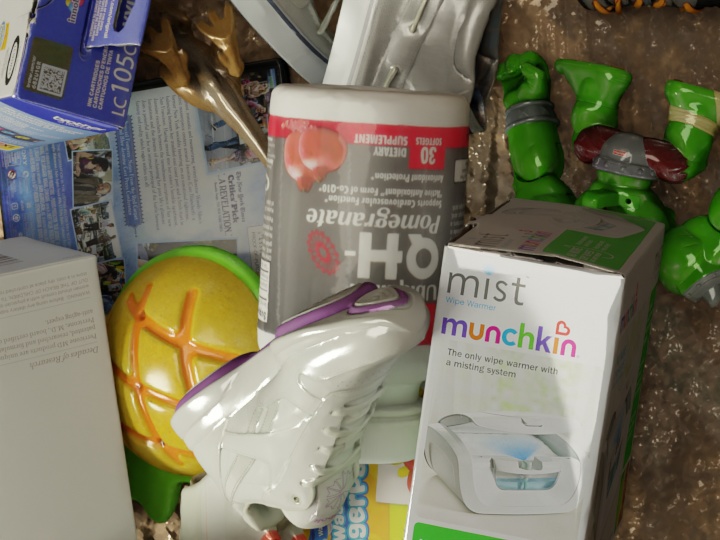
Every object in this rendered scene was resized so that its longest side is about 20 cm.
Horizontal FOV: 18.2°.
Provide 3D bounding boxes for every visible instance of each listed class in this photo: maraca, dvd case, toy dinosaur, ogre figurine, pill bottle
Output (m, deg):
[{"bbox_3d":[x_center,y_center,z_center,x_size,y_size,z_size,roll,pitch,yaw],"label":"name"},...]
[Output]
[{"bbox_3d":[-0.111,0.069,1.356,0.200,0.107,0.137,-44,70,37],"label":"maraca"},{"bbox_3d":[-0.132,-0.047,1.405,0.199,0.018,0.144,-8,86,15],"label":"dvd case"},{"bbox_3d":[-0.087,-0.111,1.346,0.060,0.106,0.200,-38,68,-8],"label":"toy dinosaur"},{"bbox_3d":[0.155,-0.053,1.289,0.199,0.098,0.121,16,92,14],"label":"ogre figurine"},{"bbox_3d":[0.000,0.000,1.241,0.110,0.111,0.201,5,96,14],"label":"pill bottle"}]

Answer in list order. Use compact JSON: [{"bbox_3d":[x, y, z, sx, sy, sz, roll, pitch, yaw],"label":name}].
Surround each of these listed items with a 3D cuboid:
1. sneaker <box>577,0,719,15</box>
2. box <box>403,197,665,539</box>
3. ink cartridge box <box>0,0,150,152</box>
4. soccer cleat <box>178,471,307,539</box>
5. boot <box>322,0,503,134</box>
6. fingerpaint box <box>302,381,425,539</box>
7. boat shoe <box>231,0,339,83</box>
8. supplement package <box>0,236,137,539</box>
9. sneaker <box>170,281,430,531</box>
[{"bbox_3d":[0.162,-0.182,1.309,0.199,0.078,0.078,25,109,17],"label":"sneaker"},{"bbox_3d":[0.091,0.063,1.166,0.096,0.200,0.178,10,100,12],"label":"box"},{"bbox_3d":[-0.185,-0.149,1.322,0.076,0.200,0.137,15,81,-28],"label":"ink cartridge box"},{"bbox_3d":[-0.079,0.162,1.327,0.078,0.069,0.200,54,144,21],"label":"soccer cleat"},{"bbox_3d":[0.026,-0.090,1.322,0.095,0.074,0.201,18,114,11],"label":"boot"},{"bbox_3d":[0.051,0.152,1.326,0.166,0.073,0.201,-2,86,14],"label":"fingerpaint box"},{"bbox_3d":[-0.046,-0.190,1.305,0.086,0.202,0.075,-39,47,3],"label":"boat shoe"},{"bbox_3d":[-0.216,0.093,1.331,0.117,0.117,0.201,-13,102,-29],"label":"supplement package"},{"bbox_3d":[-0.016,0.071,1.140,0.200,0.075,0.100,-37,81,50],"label":"sneaker"}]
